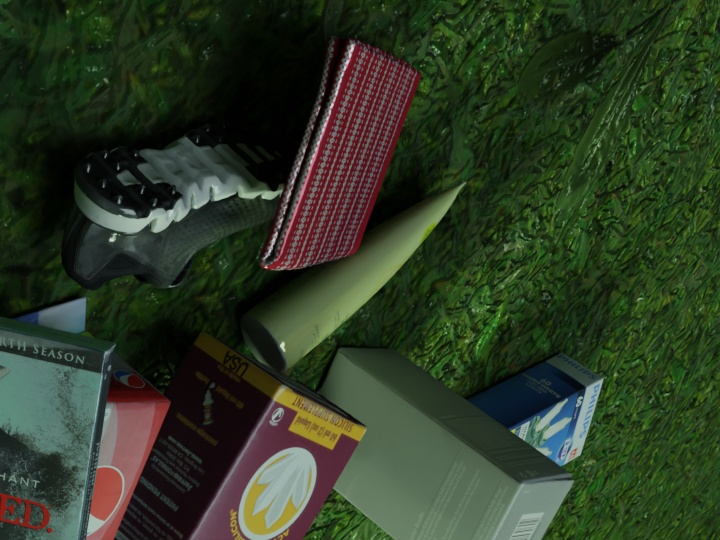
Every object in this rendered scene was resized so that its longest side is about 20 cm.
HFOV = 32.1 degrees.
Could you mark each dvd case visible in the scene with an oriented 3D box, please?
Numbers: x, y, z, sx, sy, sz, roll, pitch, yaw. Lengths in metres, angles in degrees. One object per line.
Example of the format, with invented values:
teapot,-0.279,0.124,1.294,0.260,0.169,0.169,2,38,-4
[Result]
dvd case,-0.214,0.118,0.665,0.022,0.145,0.201,-62,164,-77

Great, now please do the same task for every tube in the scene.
tube,0.000,0.000,0.933,0.200,0.058,0.052,-38,125,-29

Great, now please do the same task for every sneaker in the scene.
sneaker,-0.107,-0.036,0.763,0.200,0.066,0.091,-19,148,-53

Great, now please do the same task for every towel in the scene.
towel,-0.011,-0.073,0.805,0.200,0.022,0.145,-14,124,-76

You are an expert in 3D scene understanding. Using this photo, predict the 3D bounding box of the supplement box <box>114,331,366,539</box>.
supplement box,-0.099,0.157,0.823,0.110,0.086,0.200,34,85,-52

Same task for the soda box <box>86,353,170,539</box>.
soda box,-0.186,0.146,0.723,0.070,0.063,0.201,5,113,-52

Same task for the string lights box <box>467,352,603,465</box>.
string lights box,0.153,0.164,1.251,0.200,0.059,0.103,-20,130,-43

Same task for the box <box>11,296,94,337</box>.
box,-0.213,0.125,0.772,0.122,0.048,0.201,-20,132,-43

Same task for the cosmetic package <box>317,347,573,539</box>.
cosmetic package,0.052,0.153,0.992,0.090,0.200,0.107,7,114,-51
